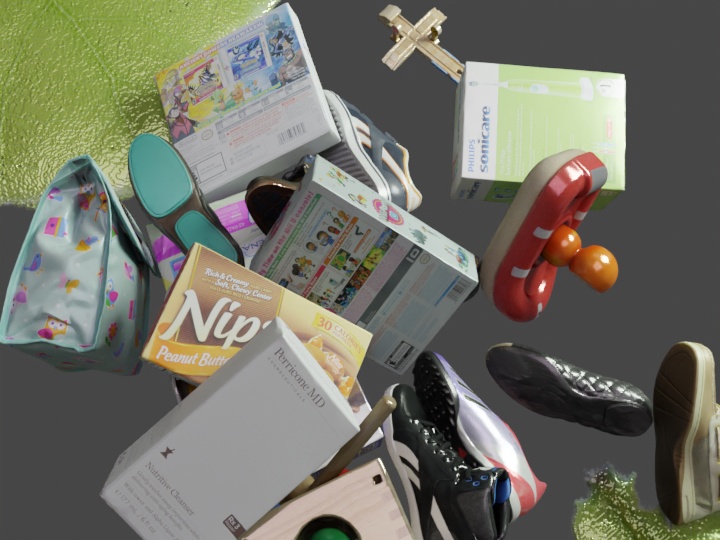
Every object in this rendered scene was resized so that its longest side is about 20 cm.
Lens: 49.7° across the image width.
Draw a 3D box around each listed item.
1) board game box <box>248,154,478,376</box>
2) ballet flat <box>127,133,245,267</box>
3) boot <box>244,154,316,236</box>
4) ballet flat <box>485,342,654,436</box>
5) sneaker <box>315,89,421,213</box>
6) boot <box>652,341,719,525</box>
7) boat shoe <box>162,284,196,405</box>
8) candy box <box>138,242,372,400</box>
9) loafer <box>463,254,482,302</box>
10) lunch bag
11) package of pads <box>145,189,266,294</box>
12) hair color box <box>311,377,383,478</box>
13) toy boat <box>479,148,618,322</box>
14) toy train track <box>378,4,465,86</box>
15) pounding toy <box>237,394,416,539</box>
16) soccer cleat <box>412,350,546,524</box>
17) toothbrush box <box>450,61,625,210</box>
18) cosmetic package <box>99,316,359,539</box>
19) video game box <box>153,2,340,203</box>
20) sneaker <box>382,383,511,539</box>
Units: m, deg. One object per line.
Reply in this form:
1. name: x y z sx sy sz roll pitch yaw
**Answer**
1. board game box: 0.000 0.000 0.804 0.197 0.148 0.065 30 28 -15
2. ballet flat: -0.191 -0.056 0.842 0.067 0.069 0.202 -31 73 -10
3. boot: -0.077 -0.086 0.878 0.074 0.199 0.098 -35 63 16
4. ballet flat: 0.234 0.135 0.882 0.196 0.057 0.068 22 106 9
5. sneaker: 0.004 -0.139 0.948 0.078 0.079 0.203 -8 57 -34
6. boot: 0.395 0.164 0.824 0.150 0.072 0.205 -6 106 -7
7. boat shoe: -0.163 0.099 0.791 0.069 0.070 0.205 -14 74 -2
8. candy box: -0.099 0.073 0.751 0.197 0.055 0.118 27 73 -13
9. loafer: 0.047 0.020 0.894 0.196 0.073 0.074 -21 73 -8
10. lunch bag: -0.287 -0.001 0.835 0.119 0.171 0.205 5 73 1
11. package of pads: -0.142 0.018 0.890 0.151 0.068 0.204 -19 73 -8
12. hair color box: -0.085 0.178 0.838 0.196 0.065 0.111 -24 72 -12
13. toy boat: 0.222 -0.022 0.852 0.130 0.203 0.129 40 37 23
14. toy train track: 0.104 -0.290 1.028 0.199 0.033 0.115 41 74 10
15. pounding toy: -0.029 0.238 0.743 0.181 0.201 0.145 -23 74 -10
16. soccer cleat: 0.127 0.174 0.855 0.072 0.069 0.202 -16 65 -34
17. toothbrush box: 0.215 -0.162 0.952 0.194 0.086 0.150 4 78 -2
18. cosmetic package: -0.109 0.151 0.676 0.199 0.081 0.113 -42 101 1
19. video game box: -0.142 -0.198 0.947 0.196 0.047 0.186 -23 73 12
20. sneaker: 0.096 0.198 0.798 0.111 0.072 0.204 -30 61 29
